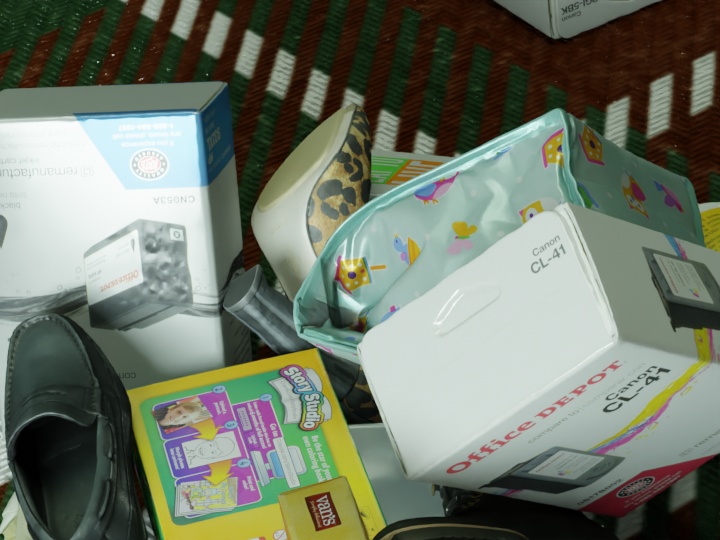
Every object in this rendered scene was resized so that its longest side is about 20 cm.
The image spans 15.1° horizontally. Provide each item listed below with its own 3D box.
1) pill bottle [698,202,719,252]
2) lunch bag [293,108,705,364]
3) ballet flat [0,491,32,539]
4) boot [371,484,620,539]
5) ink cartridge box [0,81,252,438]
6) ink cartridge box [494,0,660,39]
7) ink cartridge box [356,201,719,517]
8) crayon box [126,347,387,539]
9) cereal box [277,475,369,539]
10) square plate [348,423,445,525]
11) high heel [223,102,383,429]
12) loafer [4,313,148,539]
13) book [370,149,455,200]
[{"bbox_3d":[0.225,0.029,1.604,0.112,0.113,0.200,-25,39,-23],"label":"pill bottle"},{"bbox_3d":[0.082,0.014,1.528,0.200,0.170,0.122,-29,63,23],"label":"lunch bag"},{"bbox_3d":[-0.178,0.158,1.541,0.069,0.070,0.200,-5,36,3],"label":"ballet flat"},{"bbox_3d":[0.051,0.134,1.446,0.200,0.078,0.138,18,25,-46],"label":"boot"},{"bbox_3d":[-0.148,-0.005,1.629,0.145,0.200,0.084,-2,17,9],"label":"ink cartridge box"},{"bbox_3d":[0.146,-0.268,2.071,0.147,0.083,0.200,-24,37,-24],"label":"ink cartridge box"},{"bbox_3d":[0.119,0.051,1.402,0.200,0.148,0.086,12,48,-51],"label":"ink cartridge box"},{"bbox_3d":[-0.056,0.131,1.507,0.119,0.058,0.200,-12,35,-8],"label":"crayon box"},{"bbox_3d":[0.009,0.218,1.295,0.039,0.200,0.144,-16,35,-5],"label":"cereal box"},{"bbox_3d":[-0.015,0.157,1.537,0.198,0.028,0.200,-2,35,6],"label":"square plate"},{"bbox_3d":[0.000,0.000,1.667,0.071,0.143,0.200,-27,29,42],"label":"high heel"},{"bbox_3d":[-0.162,0.093,1.499,0.068,0.070,0.201,-26,47,7],"label":"loafer"},{"bbox_3d":[0.056,-0.042,1.755,0.200,0.048,0.134,4,11,10],"label":"book"}]
